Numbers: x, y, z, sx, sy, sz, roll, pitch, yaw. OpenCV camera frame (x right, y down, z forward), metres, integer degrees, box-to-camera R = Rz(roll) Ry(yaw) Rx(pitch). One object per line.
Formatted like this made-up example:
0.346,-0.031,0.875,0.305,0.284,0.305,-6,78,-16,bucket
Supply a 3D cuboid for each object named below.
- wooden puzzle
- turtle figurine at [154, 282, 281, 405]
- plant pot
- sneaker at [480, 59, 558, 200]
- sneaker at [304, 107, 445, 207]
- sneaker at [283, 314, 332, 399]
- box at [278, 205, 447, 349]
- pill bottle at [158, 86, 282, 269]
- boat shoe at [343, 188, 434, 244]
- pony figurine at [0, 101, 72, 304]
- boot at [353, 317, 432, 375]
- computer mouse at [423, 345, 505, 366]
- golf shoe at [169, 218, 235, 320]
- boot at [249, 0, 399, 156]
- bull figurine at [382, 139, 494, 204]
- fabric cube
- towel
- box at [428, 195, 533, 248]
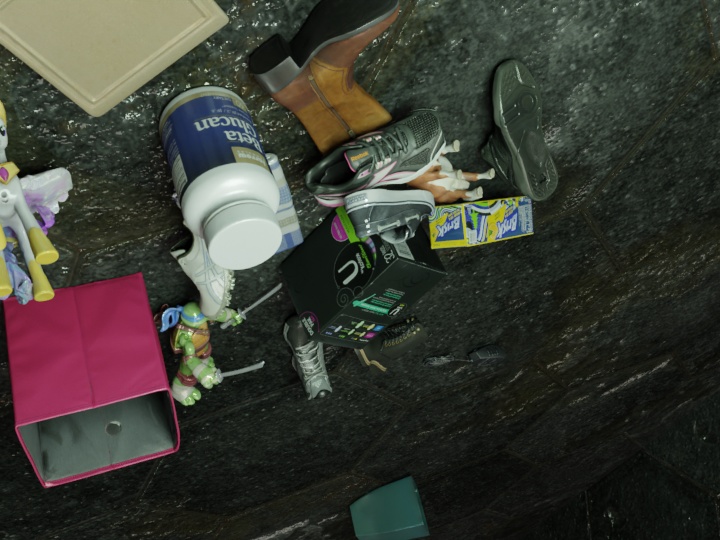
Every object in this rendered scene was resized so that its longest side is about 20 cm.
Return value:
-0.253,-0.255,0.755,0.184,0.037,0.200,-32,151,11,wooden puzzle
-0.225,0.131,1.213,0.198,0.145,0.194,-2,145,-24,turtle figurine
0.079,0.704,2.217,0.198,0.142,0.142,-18,147,3,plant pot
0.207,-0.200,1.089,0.076,0.114,0.200,-33,121,-14,sneaker
0.016,-0.139,0.978,0.199,0.081,0.086,-31,171,15,sneaker
-0.082,0.164,1.372,0.074,0.116,0.201,-18,147,-9,sneaker
0.000,0.000,1.164,0.124,0.149,0.200,15,131,-46,box
-0.155,-0.104,0.872,0.110,0.201,0.111,-17,147,-11,pill bottle
0.047,-0.069,1.038,0.071,0.068,0.200,-15,176,28,boat shoe
-0.378,-0.069,0.823,0.165,0.201,0.193,-13,162,-28,pony figurine
0.053,0.120,1.448,0.138,0.078,0.200,-32,160,4,boot
0.228,0.186,1.686,0.198,0.034,0.059,0,157,-24,computer mouse
-0.214,-0.013,1.057,0.096,0.079,0.201,8,132,-16,golf shoe
-0.006,-0.224,0.920,0.187,0.069,0.200,-32,147,12,boot
0.101,-0.140,1.090,0.121,0.066,0.199,3,173,36,bull figurine
-0.378,0.154,1.095,0.198,0.200,0.197,-12,144,-18,fabric cube
-0.163,-0.075,1.071,0.146,0.024,0.201,-21,147,-5,towel
0.188,-0.076,1.186,0.070,0.065,0.199,-3,-175,41,box
